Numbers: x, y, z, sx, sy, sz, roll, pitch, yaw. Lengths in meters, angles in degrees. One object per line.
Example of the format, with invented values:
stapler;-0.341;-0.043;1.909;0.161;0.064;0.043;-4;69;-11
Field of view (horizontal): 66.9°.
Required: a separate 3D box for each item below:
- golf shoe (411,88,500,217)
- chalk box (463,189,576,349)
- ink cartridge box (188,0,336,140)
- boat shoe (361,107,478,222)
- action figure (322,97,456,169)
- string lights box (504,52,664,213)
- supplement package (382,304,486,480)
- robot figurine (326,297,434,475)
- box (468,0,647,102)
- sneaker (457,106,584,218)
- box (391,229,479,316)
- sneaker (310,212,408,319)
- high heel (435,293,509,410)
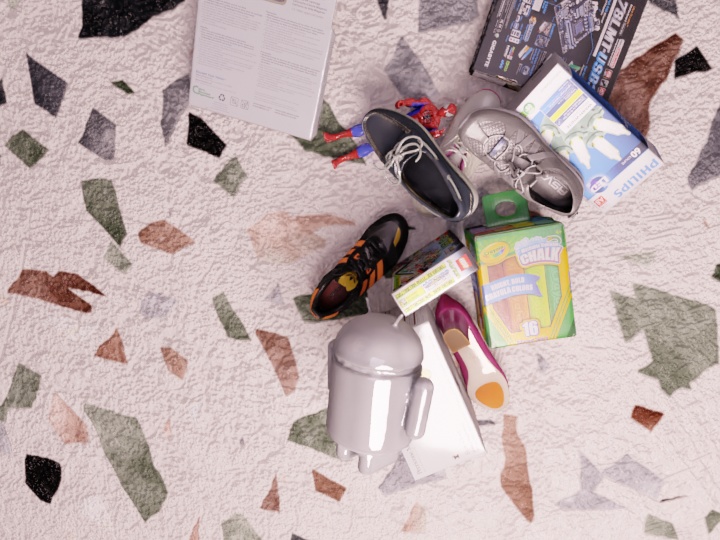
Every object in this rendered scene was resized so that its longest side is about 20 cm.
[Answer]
golf shoe;0.143;-0.164;0.775;0.074;0.092;0.202;28;99;1
chalk box;0.220;-0.010;0.778;0.122;0.124;0.204;-10;99;6
ink cartridge box;-0.138;-0.311;0.774;0.193;0.043;0.203;17;115;2
boat shoe;0.068;-0.139;0.716;0.201;0.062;0.075;50;121;9
action figure;0.045;-0.201;0.776;0.196;0.099;0.066;-18;99;5
string lights box;0.300;-0.184;0.744;0.199;0.059;0.103;37;125;-10
supplement package;0.087;0.164;0.802;0.109;0.156;0.203;-24;98;9
robot figurine;0.017;0.140;0.667;0.168;0.112;0.204;16;106;39
box;0.276;-0.342;0.754;0.195;0.050;0.204;18;103;-1
sneaker;0.215;-0.141;0.708;0.198;0.083;0.075;30;126;-7
box;0.096;-0.003;0.750;0.109;0.200;0.035;-34;96;8
sneaker;0.000;0.000;0.814;0.070;0.090;0.200;43;101;-4
high heel;0.175;0.130;0.854;0.067;0.097;0.201;-31;116;21
